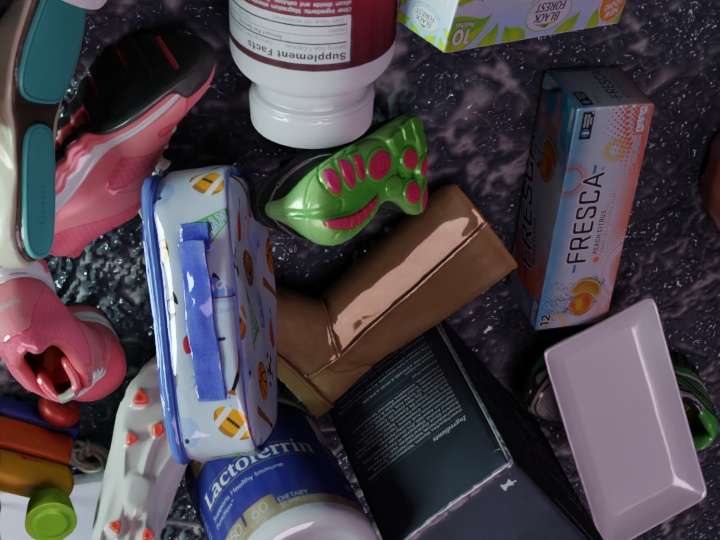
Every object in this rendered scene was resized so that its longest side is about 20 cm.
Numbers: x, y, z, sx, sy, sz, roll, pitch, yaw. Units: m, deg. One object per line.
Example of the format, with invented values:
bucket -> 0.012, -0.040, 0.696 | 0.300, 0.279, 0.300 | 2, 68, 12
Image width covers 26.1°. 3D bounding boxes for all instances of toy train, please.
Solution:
toy train -> -0.231, 0.155, 1.159 | 0.198, 0.116, 0.085 | 21, 115, -32

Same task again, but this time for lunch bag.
lunch bag -> -0.101, 0.024, 1.041 | 0.074, 0.160, 0.203 | -7, 93, 5

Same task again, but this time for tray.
tray -> 0.216, 0.126, 1.281 | 0.106, 0.022, 0.202 | -25, 114, -12

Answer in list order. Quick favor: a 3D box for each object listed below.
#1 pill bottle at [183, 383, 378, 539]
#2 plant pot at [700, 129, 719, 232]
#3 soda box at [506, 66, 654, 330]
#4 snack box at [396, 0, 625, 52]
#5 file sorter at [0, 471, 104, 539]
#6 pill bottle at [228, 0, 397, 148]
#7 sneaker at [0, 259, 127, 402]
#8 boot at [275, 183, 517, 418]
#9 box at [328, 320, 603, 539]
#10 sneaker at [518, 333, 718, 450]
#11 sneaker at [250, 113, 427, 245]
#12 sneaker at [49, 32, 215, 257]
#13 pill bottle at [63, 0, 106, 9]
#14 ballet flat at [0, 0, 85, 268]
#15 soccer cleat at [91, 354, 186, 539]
pill bottle -> -0.069, 0.168, 1.178 | 0.114, 0.200, 0.117 | -11, 124, -17
plant pot -> 0.376, -0.040, 1.217 | 0.198, 0.196, 0.203 | -11, 127, -15
soda box -> 0.168, -0.054, 1.208 | 0.067, 0.064, 0.202 | -5, 124, -18
snack box -> 0.121, -0.227, 1.025 | 0.199, 0.053, 0.144 | -17, 135, -44
file sorter -> -0.281, 0.259, 1.207 | 0.197, 0.125, 0.140 | -4, 124, -19
pill bottle -> -0.031, -0.187, 1.003 | 0.111, 0.113, 0.202 | -9, 127, -15
sneaker -> -0.215, 0.064, 1.086 | 0.073, 0.087, 0.200 | -29, 152, 2
boot -> 0.000, 0.000, 1.184 | 0.199, 0.066, 0.175 | -38, 132, 3
box -> 0.089, 0.172, 1.249 | 0.124, 0.197, 0.200 | -38, 128, 7
sneaker -> 0.226, 0.109, 1.333 | 0.198, 0.085, 0.079 | 6, 121, -24
sneaker -> -0.010, -0.068, 1.088 | 0.199, 0.083, 0.078 | -21, 113, -60
sneaker -> -0.165, -0.083, 1.061 | 0.199, 0.074, 0.087 | -39, 139, 16
pill bottle -> -0.137, -0.261, 0.910 | 0.109, 0.110, 0.201 | 25, 111, -33
ballet flat -> -0.223, -0.104, 0.993 | 0.069, 0.069, 0.203 | 10, 87, -27
soccer cleat -> -0.161, 0.150, 1.155 | 0.069, 0.202, 0.078 | 21, 156, -12
